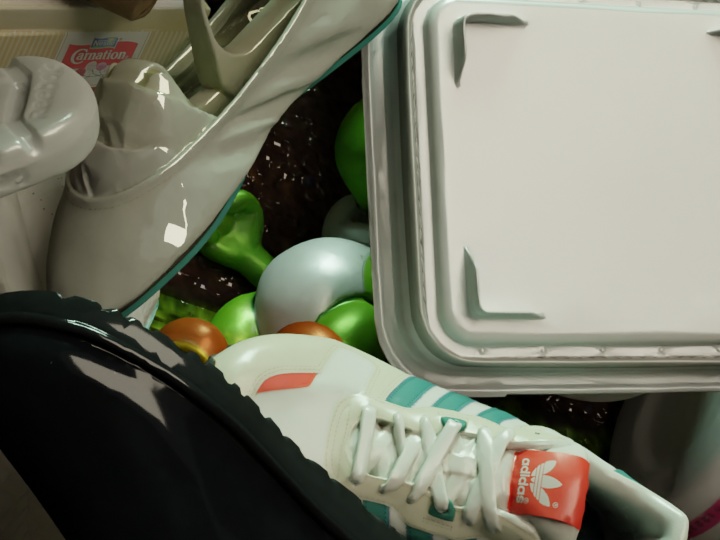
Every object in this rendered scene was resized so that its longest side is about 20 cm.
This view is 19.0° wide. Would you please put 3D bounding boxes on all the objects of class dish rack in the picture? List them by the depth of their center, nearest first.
[{"bbox_3d":[0.101,-0.038,0.866,0.198,0.043,0.174,1,80,-21],"label":"dish rack"}]

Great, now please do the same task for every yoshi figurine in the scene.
[{"bbox_3d":[-0.007,-0.013,0.917,0.112,0.112,0.200,42,42,0],"label":"yoshi figurine"}]

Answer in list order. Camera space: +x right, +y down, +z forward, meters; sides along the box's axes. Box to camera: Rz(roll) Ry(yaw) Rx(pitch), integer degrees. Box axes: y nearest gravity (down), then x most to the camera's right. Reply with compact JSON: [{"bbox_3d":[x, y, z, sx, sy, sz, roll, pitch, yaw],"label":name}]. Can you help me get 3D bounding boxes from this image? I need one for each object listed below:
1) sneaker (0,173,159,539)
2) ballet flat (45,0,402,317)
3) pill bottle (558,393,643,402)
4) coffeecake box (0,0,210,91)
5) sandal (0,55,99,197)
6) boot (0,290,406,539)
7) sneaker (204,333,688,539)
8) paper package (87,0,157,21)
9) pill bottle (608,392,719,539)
[{"bbox_3d":[-0.110,0.027,0.832,0.088,0.075,0.201,2,60,-44],"label":"sneaker"},{"bbox_3d":[-0.060,-0.069,0.802,0.069,0.069,0.200,44,67,-7],"label":"ballet flat"},{"bbox_3d":[0.129,-0.028,1.017,0.111,0.111,0.200,48,29,-4],"label":"pill bottle"},{"bbox_3d":[-0.176,-0.143,0.846,0.153,0.073,0.201,-5,50,-41],"label":"coffeecake box"},{"bbox_3d":[-0.183,-0.016,0.734,0.201,0.050,0.083,-16,38,-4],"label":"sandal"},{"bbox_3d":[-0.073,0.123,0.700,0.200,0.076,0.169,39,49,-19],"label":"boot"},{"bbox_3d":[0.035,0.070,0.793,0.199,0.093,0.071,26,68,-28],"label":"sneaker"},{"bbox_3d":[-0.127,-0.212,0.808,0.199,0.104,0.191,27,38,-6],"label":"paper package"},{"bbox_3d":[0.225,0.110,1.017,0.199,0.113,0.114,31,48,-20],"label":"pill bottle"}]
